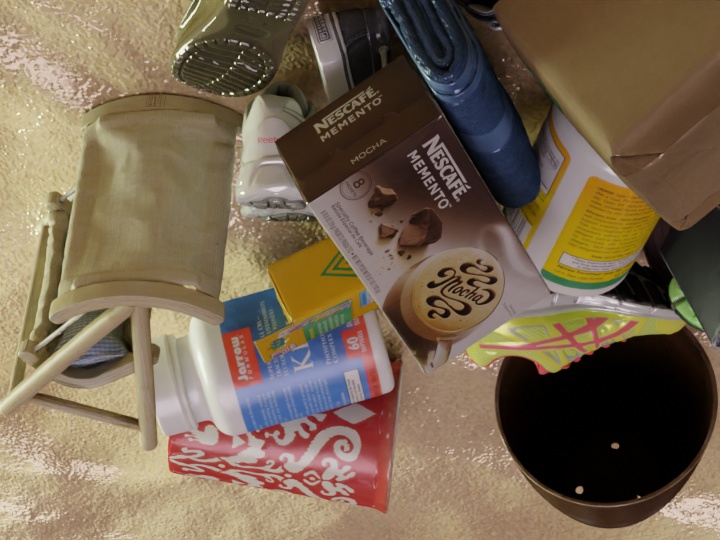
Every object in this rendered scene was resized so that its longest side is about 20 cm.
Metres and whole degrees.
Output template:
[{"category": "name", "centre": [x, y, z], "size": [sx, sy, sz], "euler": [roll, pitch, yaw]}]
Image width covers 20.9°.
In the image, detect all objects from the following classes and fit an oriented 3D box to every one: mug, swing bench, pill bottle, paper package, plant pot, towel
[{"category": "mug", "centre": [-0.067, 0.152, 1.751], "size": [0.198, 0.134, 0.178], "euler": [6, 139, 1]}, {"category": "swing bench", "centre": [-0.183, -0.006, 1.512], "size": [0.128, 0.200, 0.201], "euler": [15, 139, -15]}, {"category": "pill bottle", "centre": [0.185, -0.082, 1.467], "size": [0.112, 0.114, 0.201], "euler": [11, 139, -9]}, {"category": "paper package", "centre": [0.212, -0.155, 1.272], "size": [0.190, 0.201, 0.103], "euler": [-39, 130, 7]}, {"category": "plant pot", "centre": [0.218, 0.148, 1.710], "size": [0.185, 0.189, 0.200], "euler": [-4, 155, 8]}, {"category": "towel", "centre": [0.076, -0.128, 1.384], "size": [0.048, 0.112, 0.200], "euler": [-30, 149, 4]}, {"category": "pill bottle", "centre": [-0.079, 0.074, 1.636], "size": [0.198, 0.113, 0.113], "euler": [-16, 139, -1]}]

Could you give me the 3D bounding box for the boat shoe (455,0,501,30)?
[{"category": "boat shoe", "centre": [0.099, -0.200, 1.365], "size": [0.071, 0.068, 0.200], "euler": [-25, 132, 30]}]

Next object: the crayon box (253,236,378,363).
[{"category": "crayon box", "centre": [0.000, 0.000, 1.526], "size": [0.198, 0.052, 0.126], "euler": [-26, 171, -4]}]

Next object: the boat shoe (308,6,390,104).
[{"category": "boat shoe", "centre": [0.012, -0.120, 1.460], "size": [0.067, 0.072, 0.201], "euler": [-15, 139, 0]}]

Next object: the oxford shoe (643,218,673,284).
[{"category": "oxford shoe", "centre": [0.257, -0.040, 1.543], "size": [0.070, 0.073, 0.201], "euler": [0, 140, 4]}]

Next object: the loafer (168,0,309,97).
[{"category": "loafer", "centre": [-0.080, -0.188, 1.397], "size": [0.075, 0.068, 0.200], "euler": [20, 153, -19]}]

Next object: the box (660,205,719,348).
[{"category": "box", "centre": [0.354, -0.050, 1.429], "size": [0.195, 0.118, 0.201], "euler": [3, 128, -23]}]

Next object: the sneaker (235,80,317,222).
[{"category": "sneaker", "centre": [-0.054, -0.090, 1.481], "size": [0.077, 0.101, 0.200], "euler": [1, 176, -2]}]

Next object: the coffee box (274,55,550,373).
[{"category": "coffee box", "centre": [0.039, -0.037, 1.386], "size": [0.112, 0.080, 0.201], "euler": [-32, 131, 2]}]

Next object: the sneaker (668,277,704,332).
[{"category": "sneaker", "centre": [0.323, 0.026, 1.580], "size": [0.198, 0.078, 0.084], "euler": [-2, 160, -34]}]

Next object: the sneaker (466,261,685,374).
[{"category": "sneaker", "centre": [0.169, 0.040, 1.569], "size": [0.198, 0.078, 0.091], "euler": [2, 118, -16]}]
